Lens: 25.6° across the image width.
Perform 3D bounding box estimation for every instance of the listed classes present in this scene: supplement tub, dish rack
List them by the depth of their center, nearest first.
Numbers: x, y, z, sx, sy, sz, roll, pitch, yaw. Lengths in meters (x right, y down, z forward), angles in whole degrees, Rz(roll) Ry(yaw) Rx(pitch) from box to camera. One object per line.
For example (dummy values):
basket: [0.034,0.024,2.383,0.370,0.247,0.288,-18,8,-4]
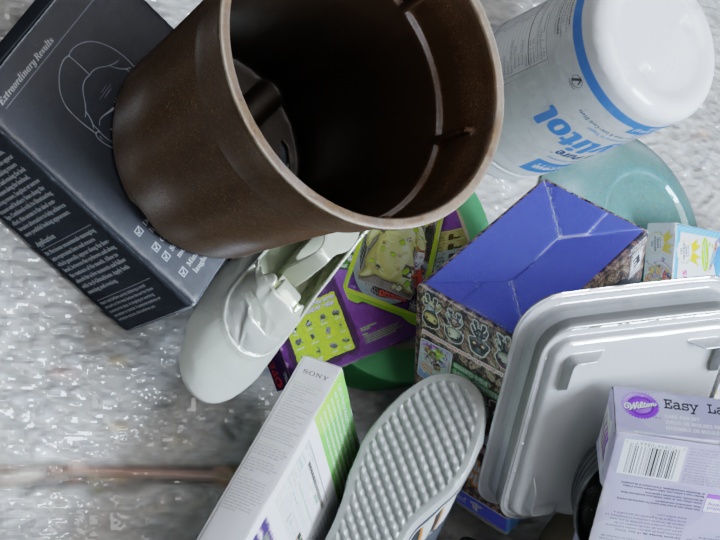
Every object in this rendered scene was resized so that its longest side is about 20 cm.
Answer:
dish rack: [0.177,0.099,1.104,0.169,0.202,0.044,-6,41,-19]
supplement tub: [0.176,-0.158,1.288,0.131,0.199,0.134,9,73,-32]

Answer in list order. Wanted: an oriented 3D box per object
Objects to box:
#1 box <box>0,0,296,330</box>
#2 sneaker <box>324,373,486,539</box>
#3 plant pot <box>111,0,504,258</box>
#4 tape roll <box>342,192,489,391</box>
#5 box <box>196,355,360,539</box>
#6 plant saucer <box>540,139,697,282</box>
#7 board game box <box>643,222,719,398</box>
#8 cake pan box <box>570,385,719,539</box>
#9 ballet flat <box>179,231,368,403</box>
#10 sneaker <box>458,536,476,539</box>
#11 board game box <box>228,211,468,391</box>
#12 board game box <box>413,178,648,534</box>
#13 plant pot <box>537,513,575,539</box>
box: [-0.171,-0.084,1.085,0.200,0.107,0.149,44,58,-19]
sneaker: [0.025,0.166,1.129,0.078,0.079,0.201,31,85,16]
plant pot: [-0.047,-0.102,0.988,0.198,0.197,0.203,9,73,-32]
tape roll: [0.016,-0.009,1.234,0.198,0.048,0.203,9,74,-32]
box: [-0.059,0.179,1.090,0.201,0.036,0.145,-58,155,-30]
plant saucer: [0.242,-0.033,1.403,0.199,0.039,0.204,9,74,-34]
board game box: [0.300,0.066,1.390,0.133,0.034,0.203,8,86,-38]
cake pan box: [0.244,0.172,1.086,0.197,0.186,0.053,6,36,1]
ballet flat: [-0.052,0.005,1.082,0.070,0.069,0.201,48,57,-15]
sneaker: [0.047,0.269,1.124,0.076,0.088,0.200,45,23,9]
board game box: [0.000,0.000,1.174,0.198,0.032,0.122,-20,93,-36]
board game box: [0.124,0.064,1.194,0.159,0.096,0.202,-39,144,-35]
plant pot: [0.222,0.235,1.250,0.200,0.200,0.135,43,28,-18]
